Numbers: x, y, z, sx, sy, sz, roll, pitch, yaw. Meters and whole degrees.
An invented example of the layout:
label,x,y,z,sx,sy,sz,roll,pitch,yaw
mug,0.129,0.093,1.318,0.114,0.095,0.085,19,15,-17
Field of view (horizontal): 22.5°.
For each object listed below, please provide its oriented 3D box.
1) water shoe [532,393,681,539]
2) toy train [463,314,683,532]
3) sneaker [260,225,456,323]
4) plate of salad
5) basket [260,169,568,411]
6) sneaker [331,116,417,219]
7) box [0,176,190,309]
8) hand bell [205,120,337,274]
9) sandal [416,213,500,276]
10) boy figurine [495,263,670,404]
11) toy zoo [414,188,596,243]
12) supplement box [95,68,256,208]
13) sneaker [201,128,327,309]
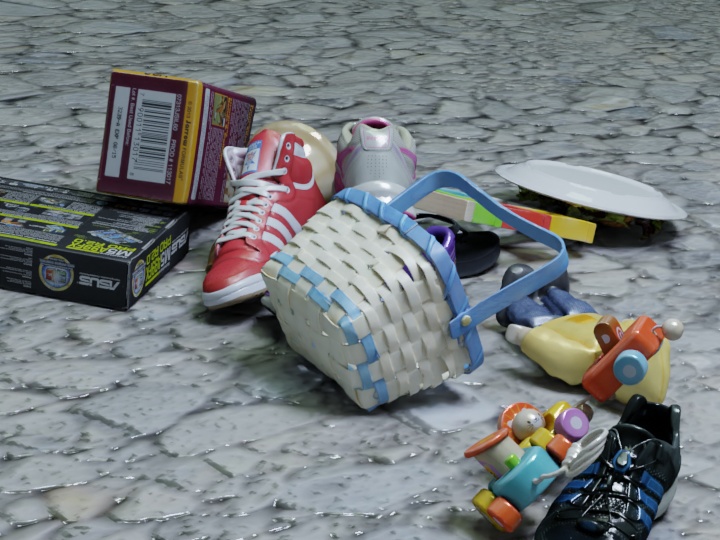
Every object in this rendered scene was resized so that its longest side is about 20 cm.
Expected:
label,x,y,z,sx,sy,sz,roll,pitch,yaw
water shoe,0.161,0.140,1.178,0.071,0.080,0.200,12,21,18
toy train,0.134,0.092,1.210,0.056,0.150,0.200,44,31,2
sneaker,0.000,0.000,1.512,0.199,0.084,0.080,-14,27,-41
plate of salad,0.230,-0.071,1.827,0.198,0.048,0.200,13,12,-3
basket,0.037,0.003,1.397,0.199,0.140,0.176,-35,37,-15
sneaker,0.016,-0.091,1.607,0.080,0.089,0.200,2,2,-7
box,-0.265,-0.028,1.571,0.198,0.045,0.160,10,21,10
hand bell,-0.093,-0.046,1.647,0.103,0.105,0.200,11,33,14
sandal,0.039,-0.025,1.651,0.198,0.043,0.076,-1,21,-19
boy figurine,0.178,0.053,1.448,0.123,0.065,0.200,0,17,-23
toy zoo,0.132,-0.055,1.726,0.199,0.021,0.131,8,7,-38
supplement box,-0.167,-0.118,1.673,0.085,0.112,0.200,9,2,11
sneaker,-0.091,-0.049,1.541,0.071,0.113,0.200,-10,19,27
